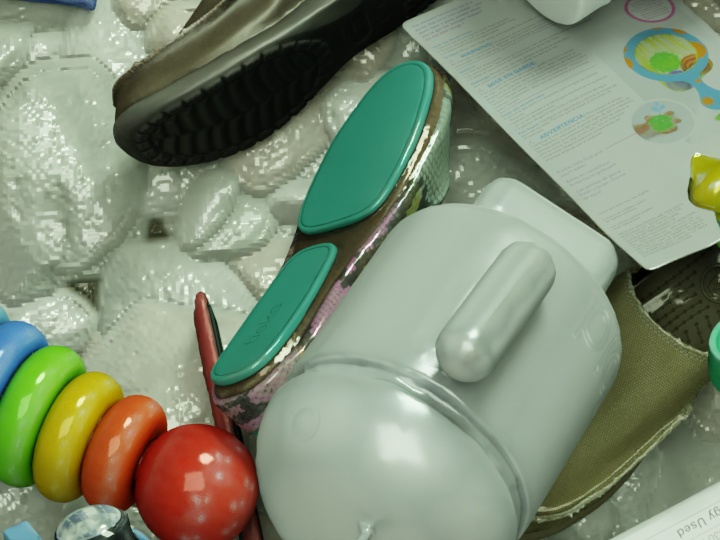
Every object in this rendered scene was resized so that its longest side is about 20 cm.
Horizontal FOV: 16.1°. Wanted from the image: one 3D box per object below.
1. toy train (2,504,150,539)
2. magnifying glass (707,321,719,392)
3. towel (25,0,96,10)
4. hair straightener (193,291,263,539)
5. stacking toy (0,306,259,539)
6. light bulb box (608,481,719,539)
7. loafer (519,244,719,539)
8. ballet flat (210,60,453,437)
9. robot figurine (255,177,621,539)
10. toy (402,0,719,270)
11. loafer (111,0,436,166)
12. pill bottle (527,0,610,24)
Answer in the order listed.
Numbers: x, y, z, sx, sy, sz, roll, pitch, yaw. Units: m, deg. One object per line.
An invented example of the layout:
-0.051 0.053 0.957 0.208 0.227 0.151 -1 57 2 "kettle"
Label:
-0.108 0.196 1.038 0.114 0.087 0.201 -22 113 -19 "toy train"
0.225 0.013 1.091 0.199 0.023 0.079 -24 28 -39 "magnifying glass"
-0.182 -0.228 1.232 0.146 0.024 0.202 7 77 2 "towel"
-0.021 0.098 1.121 0.076 0.041 0.202 -11 69 -1 "hair straightener"
-0.135 0.066 1.109 0.199 0.085 0.086 23 77 12 "stacking toy"
0.193 0.181 1.046 0.197 0.125 0.201 -27 76 -5 "light bulb box"
0.119 0.036 1.119 0.076 0.067 0.200 43 80 13 "loafer"
0.000 0.000 1.127 0.071 0.069 0.201 47 53 -28 "ballet flat"
0.032 0.053 1.028 0.112 0.170 0.200 31 54 7 "robot figurine"
0.118 -0.065 1.135 0.114 0.047 0.200 -23 43 -20 "toy"
-0.037 -0.121 1.177 0.199 0.073 0.071 -35 66 -13 "loafer"
0.152 -0.198 1.153 0.199 0.109 0.109 -34 75 -13 "pill bottle"
